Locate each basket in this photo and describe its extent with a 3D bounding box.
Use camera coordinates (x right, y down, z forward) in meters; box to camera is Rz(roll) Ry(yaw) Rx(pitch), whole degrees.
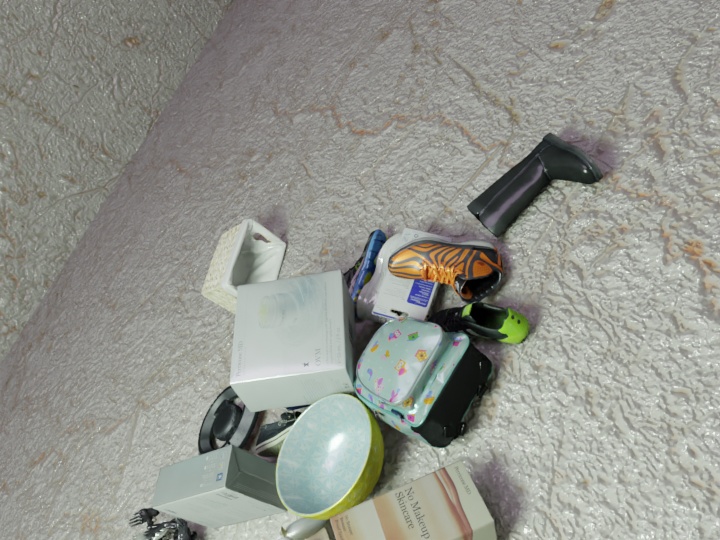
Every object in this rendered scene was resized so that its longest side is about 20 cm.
[{"bbox_3d":[-0.290,-0.004,1.478,0.123,0.135,0.201,-17,49,40],"label":"basket"}]

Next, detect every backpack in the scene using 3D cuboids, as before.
[{"bbox_3d":[0.081,0.166,0.955,0.199,0.153,0.177,4,58,58],"label":"backpack"}]

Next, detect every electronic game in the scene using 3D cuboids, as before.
[{"bbox_3d":[-0.281,0.325,1.272,0.199,0.042,0.201,-35,34,28],"label":"electronic game"}]

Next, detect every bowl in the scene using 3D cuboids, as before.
[{"bbox_3d":[-0.031,0.316,0.975,0.199,0.108,0.201,-27,41,27],"label":"bowl"}]

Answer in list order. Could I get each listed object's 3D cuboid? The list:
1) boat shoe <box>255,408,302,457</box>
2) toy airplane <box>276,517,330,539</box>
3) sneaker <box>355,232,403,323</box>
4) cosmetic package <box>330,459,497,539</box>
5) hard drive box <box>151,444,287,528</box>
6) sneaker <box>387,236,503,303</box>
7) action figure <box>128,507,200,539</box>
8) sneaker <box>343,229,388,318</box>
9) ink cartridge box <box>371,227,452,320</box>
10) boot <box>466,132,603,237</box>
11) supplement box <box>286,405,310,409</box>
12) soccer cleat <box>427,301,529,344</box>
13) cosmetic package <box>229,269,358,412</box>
[{"bbox_3d":[-0.123,0.293,1.118,0.199,0.074,0.063,-31,48,31],"label":"boat shoe"},{"bbox_3d":[-0.069,0.441,0.885,0.199,0.141,0.200,-29,21,45],"label":"toy airplane"},{"bbox_3d":[0.068,0.018,1.170,0.099,0.075,0.201,15,67,25],"label":"sneaker"},{"bbox_3d":[0.072,0.353,0.800,0.199,0.088,0.104,-22,40,-7],"label":"cosmetic package"},{"bbox_3d":[-0.253,0.401,1.091,0.199,0.156,0.077,-24,44,28],"label":"hard drive box"},{"bbox_3d":[0.145,0.001,1.019,0.198,0.078,0.112,-6,36,6],"label":"sneaker"},{"bbox_3d":[-0.375,0.527,1.146,0.102,0.120,0.199,-34,18,-36],"label":"action figure"},{"bbox_3d":[0.000,0.001,1.233,0.082,0.071,0.201,9,69,41],"label":"sneaker"},{"bbox_3d":[0.098,0.017,1.102,0.099,0.039,0.201,15,59,15],"label":"ink cartridge box"},{"bbox_3d":[0.301,-0.136,1.049,0.200,0.066,0.165,-40,30,8],"label":"boot"},{"bbox_3d":[-0.125,0.160,1.197,0.109,0.109,0.201,-21,47,32],"label":"supplement box"},{"bbox_3d":[0.180,0.080,0.980,0.199,0.081,0.068,-4,57,46],"label":"soccer cleat"},{"bbox_3d":[-0.114,0.124,1.054,0.198,0.123,0.201,-10,52,7],"label":"cosmetic package"}]
